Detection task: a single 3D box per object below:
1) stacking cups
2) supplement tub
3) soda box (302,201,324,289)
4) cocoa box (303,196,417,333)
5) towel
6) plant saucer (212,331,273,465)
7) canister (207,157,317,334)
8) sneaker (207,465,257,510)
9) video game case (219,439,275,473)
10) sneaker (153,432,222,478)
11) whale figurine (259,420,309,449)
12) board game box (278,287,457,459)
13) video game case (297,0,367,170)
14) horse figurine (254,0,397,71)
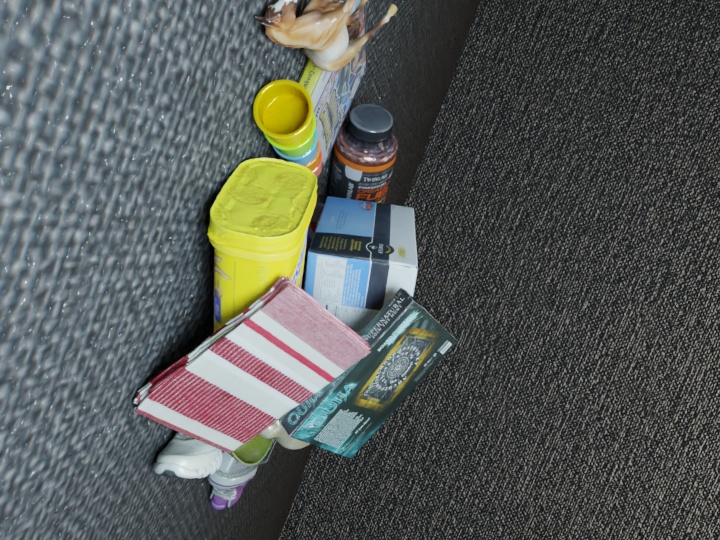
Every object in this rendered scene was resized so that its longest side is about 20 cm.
[{"bbox_3d":[-0.073,-0.151,0.656,0.200,0.060,0.061,68,43,-86],"label":"stacking cups"},{"bbox_3d":[0.003,-0.177,0.970,0.200,0.107,0.107,102,11,-52],"label":"supplement tub"},{"bbox_3d":[-0.088,-0.018,0.907,0.070,0.063,0.200,104,9,-50],"label":"soda box"},{"bbox_3d":[0.000,0.000,0.764,0.200,0.131,0.134,-82,180,-64],"label":"cocoa box"},{"bbox_3d":[-0.104,0.103,0.575,0.200,0.144,0.023,-37,-138,10],"label":"towel"},{"bbox_3d":[-0.151,0.143,0.732,0.200,0.031,0.201,-6,90,-78],"label":"plant saucer"},{"bbox_3d":[-0.104,0.005,0.610,0.149,0.086,0.201,-79,180,-53],"label":"canister"},{"bbox_3d":[-0.223,0.363,0.974,0.115,0.072,0.200,-64,173,-4],"label":"sneaker"},{"bbox_3d":[-0.144,0.216,0.915,0.201,0.023,0.182,-66,166,-9],"label":"video game case"},{"bbox_3d":[-0.195,0.197,0.722,0.200,0.075,0.081,-30,124,-81],"label":"sneaker"},{"bbox_3d":[-0.070,0.142,0.721,0.159,0.104,0.200,-33,154,-17],"label":"whale figurine"},{"bbox_3d":[0.015,0.125,0.668,0.200,0.028,0.135,-47,140,0],"label":"board game box"},{"bbox_3d":[-0.035,-0.251,0.765,0.200,0.025,0.181,78,33,-78],"label":"video game case"},{"bbox_3d":[-0.023,-0.252,0.585,0.133,0.050,0.200,-43,-179,6],"label":"horse figurine"}]
